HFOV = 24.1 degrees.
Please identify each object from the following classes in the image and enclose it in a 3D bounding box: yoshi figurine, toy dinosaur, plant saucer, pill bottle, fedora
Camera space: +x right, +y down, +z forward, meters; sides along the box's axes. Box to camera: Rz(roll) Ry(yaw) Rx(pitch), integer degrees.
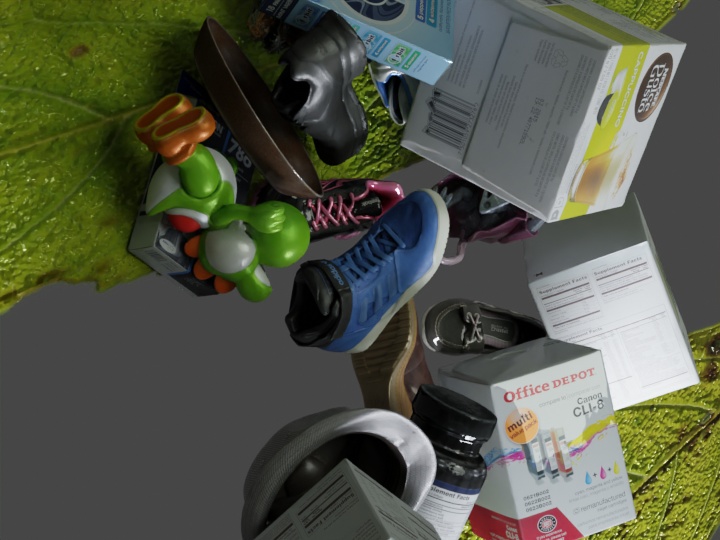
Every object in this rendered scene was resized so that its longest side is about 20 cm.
[{"bbox_3d":[-0.112,-0.067,1.514,0.200,0.112,0.112,62,35,-29],"label":"yoshi figurine"},{"bbox_3d":[-0.035,-0.268,1.734,0.200,0.102,0.136,-40,100,-26],"label":"toy dinosaur"},{"bbox_3d":[-0.101,-0.146,1.592,0.200,0.034,0.200,56,7,-11],"label":"plant saucer"},{"bbox_3d":[0.059,0.221,1.686,0.112,0.112,0.200,13,103,-52],"label":"pill bottle"},{"bbox_3d":[-0.035,0.197,1.603,0.200,0.090,0.177,-50,127,4],"label":"fedora"}]

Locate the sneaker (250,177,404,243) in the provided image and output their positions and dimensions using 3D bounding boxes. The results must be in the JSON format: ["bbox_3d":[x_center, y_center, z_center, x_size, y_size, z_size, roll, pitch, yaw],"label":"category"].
[{"bbox_3d":[-0.029,-0.063,1.698,0.200,0.095,0.079,-16,99,-52],"label":"sneaker"}]

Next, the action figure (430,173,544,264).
[{"bbox_3d":[0.148,-0.054,1.931,0.149,0.134,0.200,-58,166,1],"label":"action figure"}]

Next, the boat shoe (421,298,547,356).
[{"bbox_3d":[0.144,0.065,1.942,0.200,0.057,0.067,7,78,-53],"label":"boat shoe"}]

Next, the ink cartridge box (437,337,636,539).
[{"bbox_3d":[0.194,0.190,1.873,0.145,0.145,0.200,-16,98,-19],"label":"ink cartridge box"}]

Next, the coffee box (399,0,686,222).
[{"bbox_3d":[0.198,-0.191,1.822,0.198,0.200,0.200,-12,126,-56],"label":"coffee box"}]

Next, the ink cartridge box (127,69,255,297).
[{"bbox_3d":[-0.150,-0.085,1.583,0.099,0.039,0.200,38,54,-43],"label":"ink cartridge box"}]

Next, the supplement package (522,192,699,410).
[{"bbox_3d":[0.301,0.042,2.043,0.152,0.151,0.200,-84,152,-64],"label":"supplement package"}]

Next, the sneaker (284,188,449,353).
[{"bbox_3d":[0.001,0.001,1.671,0.111,0.200,0.077,4,40,-49],"label":"sneaker"}]

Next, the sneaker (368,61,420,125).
[{"bbox_3d":[0.074,-0.213,1.892,0.200,0.081,0.147,46,62,-49],"label":"sneaker"}]

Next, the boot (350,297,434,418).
[{"bbox_3d":[0.053,0.125,1.819,0.166,0.072,0.200,33,57,-61],"label":"boot"}]

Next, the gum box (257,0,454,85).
[{"bbox_3d":[0.001,-0.295,1.703,0.200,0.045,0.170,20,50,-20],"label":"gum box"}]

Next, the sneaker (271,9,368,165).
[{"bbox_3d":[-0.046,-0.168,1.657,0.091,0.076,0.200,-34,149,-19],"label":"sneaker"}]

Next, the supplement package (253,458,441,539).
[{"bbox_3d":[-0.024,0.302,1.535,0.156,0.200,0.111,41,10,-42],"label":"supplement package"}]
